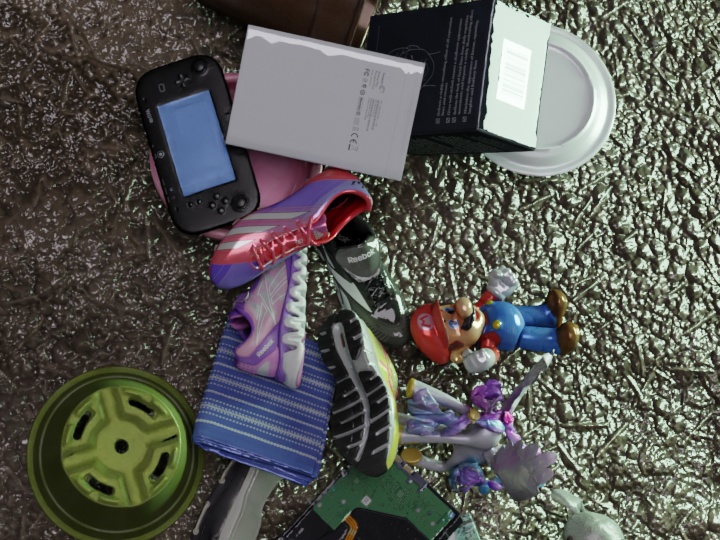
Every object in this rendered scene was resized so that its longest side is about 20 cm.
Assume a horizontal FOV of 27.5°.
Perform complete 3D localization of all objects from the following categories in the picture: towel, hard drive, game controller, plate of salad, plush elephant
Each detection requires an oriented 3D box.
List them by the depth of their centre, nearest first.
[{"bbox_3d":[-0.039,-0.184,1.625,0.198,0.027,0.133,12,98,-3],"label":"hard drive"},{"bbox_3d":[-0.101,0.142,1.636,0.144,0.024,0.201,20,41,-7],"label":"towel"},{"bbox_3d":[-0.001,0.303,1.639,0.140,0.038,0.200,40,82,21],"label":"hard drive"},{"bbox_3d":[0.249,0.342,1.645,0.200,0.164,0.156,-36,130,-28],"label":"plush elephant"},{"bbox_3d":[-0.184,-0.141,1.656,0.104,0.042,0.201,-16,78,-9],"label":"game controller"},{"bbox_3d":[0.213,-0.207,1.800,0.198,0.048,0.202,1,73,-4],"label":"plate of salad"}]

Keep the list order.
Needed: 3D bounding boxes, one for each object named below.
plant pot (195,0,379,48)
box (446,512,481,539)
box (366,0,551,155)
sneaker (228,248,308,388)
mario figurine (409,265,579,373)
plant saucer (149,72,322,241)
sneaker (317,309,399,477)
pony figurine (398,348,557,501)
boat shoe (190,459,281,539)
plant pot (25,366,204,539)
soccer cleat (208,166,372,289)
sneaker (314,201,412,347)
[{"bbox_3d":[-0.075,-0.347,1.700,0.197,0.200,0.202,22,76,0],"label":"plant pot"},{"bbox_3d":[0.094,0.390,1.631,0.143,0.036,0.201,-24,70,2],"label":"box"},{"bbox_3d":[0.103,-0.216,1.684,0.107,0.199,0.150,13,83,-44],"label":"box"},{"bbox_3d":[-0.104,0.035,1.658,0.088,0.081,0.202,3,58,-2],"label":"sneaker"},{"bbox_3d":[0.154,0.057,1.705,0.198,0.123,0.107,-3,101,-17],"label":"mario figurine"},{"bbox_3d":[-0.144,-0.127,1.704,0.199,0.051,0.202,1,77,-6],"label":"plant saucer"},{"bbox_3d":[0.014,0.141,1.648,0.078,0.090,0.201,-25,54,22],"label":"sneaker"},{"bbox_3d":[0.139,0.181,1.646,0.198,0.193,0.168,15,61,-6],"label":"pony figurine"},{"bbox_3d":[-0.126,0.231,1.646,0.060,0.074,0.201,11,67,29],"label":"boat shoe"},{"bbox_3d":[-0.255,0.192,1.561,0.198,0.190,0.202,2,80,-12],"label":"plant pot"},{"bbox_3d":[-0.078,-0.042,1.622,0.199,0.076,0.067,-36,131,-14],"label":"soccer cleat"},{"bbox_3d":[0.000,0.000,1.697,0.066,0.090,0.201,-29,87,-14],"label":"sneaker"}]
